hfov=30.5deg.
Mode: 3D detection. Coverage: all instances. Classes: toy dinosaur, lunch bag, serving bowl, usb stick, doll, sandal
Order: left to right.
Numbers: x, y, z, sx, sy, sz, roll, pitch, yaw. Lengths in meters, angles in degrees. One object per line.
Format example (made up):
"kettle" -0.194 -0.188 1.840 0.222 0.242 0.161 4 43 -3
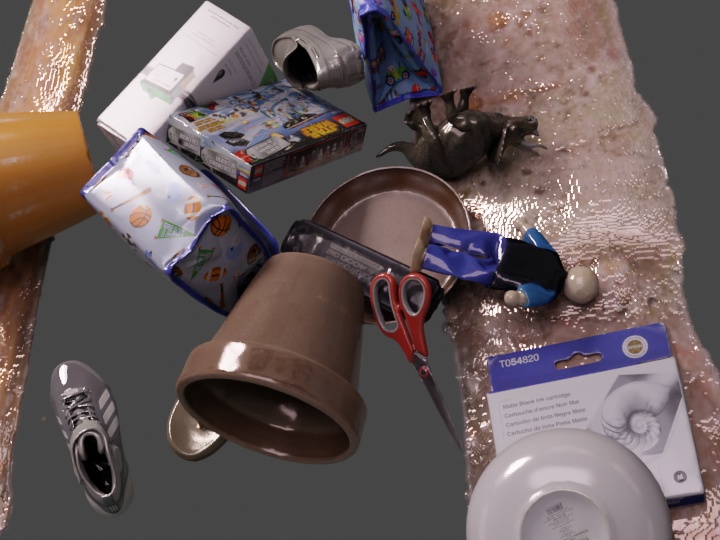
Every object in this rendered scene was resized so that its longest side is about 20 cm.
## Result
"lunch bag" -0.184 -0.042 1.471 0.124 0.200 0.170 -45 59 -4
"sandal" -0.148 0.117 1.460 0.080 0.054 0.200 32 76 29
"usb stick" 0.000 0.000 1.454 0.199 0.033 0.056 25 81 26
"lunch bag" 0.024 -0.311 1.549 0.093 0.200 0.152 -14 59 9
"toy dinosaur" 0.101 -0.148 1.509 0.199 0.077 0.103 -20 91 21
"doll" 0.158 -0.009 1.412 0.198 0.049 0.137 15 42 7
"serving bowl" 0.194 0.248 1.243 0.198 0.066 0.202 -2 80 12

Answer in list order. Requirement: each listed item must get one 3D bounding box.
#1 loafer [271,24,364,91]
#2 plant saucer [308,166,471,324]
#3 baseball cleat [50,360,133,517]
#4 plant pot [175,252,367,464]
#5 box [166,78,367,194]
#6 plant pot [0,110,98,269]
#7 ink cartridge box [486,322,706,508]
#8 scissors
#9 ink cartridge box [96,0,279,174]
"loafer" -0.066 -0.253 1.582 0.069 0.071 0.200 -18 19 -23
"plant saucer" 0.031 -0.025 1.494 0.198 0.032 0.202 -8 61 14
"baseball cleat" -0.296 0.169 1.449 0.069 0.107 0.201 -24 63 -12
"plant pot" -0.073 0.081 1.375 0.199 0.201 0.176 7 62 20
"box" -0.107 -0.160 1.538 0.136 0.040 0.199 32 37 29
"plant pot" -0.414 -0.110 1.598 0.182 0.201 0.201 -15 58 -10
"ink cartridge box" 0.231 0.152 1.332 0.198 0.041 0.201 -13 60 10
"scissors" 0.059 0.098 1.397 0.073 0.014 0.202 -14 87 28
"ink cartridge box" -0.201 -0.196 1.590 0.084 0.146 0.200 33 77 28
